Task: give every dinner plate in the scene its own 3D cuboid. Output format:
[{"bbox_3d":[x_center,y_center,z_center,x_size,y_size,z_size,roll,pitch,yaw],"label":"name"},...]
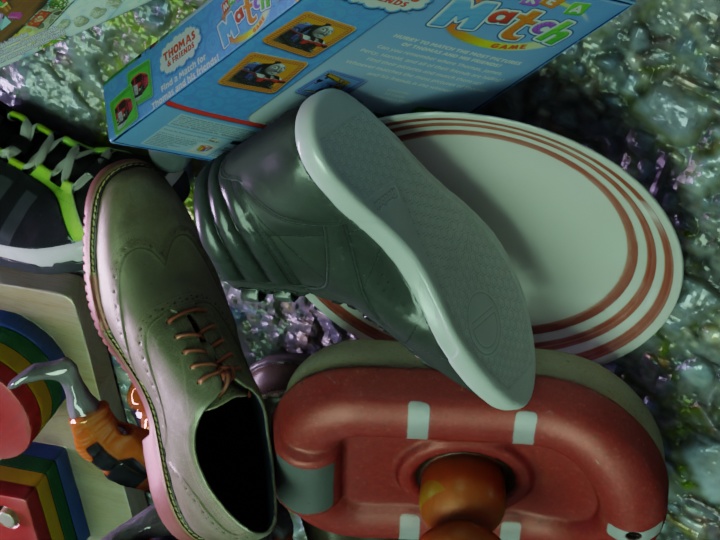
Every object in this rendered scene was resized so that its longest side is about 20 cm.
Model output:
[{"bbox_3d":[0.057,-0.015,1.356,0.199,0.024,0.200,7,142,5],"label":"dinner plate"}]

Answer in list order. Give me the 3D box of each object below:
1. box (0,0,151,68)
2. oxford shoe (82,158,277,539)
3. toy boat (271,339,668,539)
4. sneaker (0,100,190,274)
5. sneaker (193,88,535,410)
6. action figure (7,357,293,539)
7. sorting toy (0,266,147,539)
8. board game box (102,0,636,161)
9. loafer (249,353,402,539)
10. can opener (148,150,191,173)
[{"bbox_3d":[-0.155,-0.182,1.353,0.200,0.039,0.137,-18,115,40],"label":"box"},{"bbox_3d":[-0.079,0.040,1.389,0.075,0.070,0.201,-2,108,59],"label":"oxford shoe"},{"bbox_3d":[0.053,0.116,1.394,0.199,0.131,0.131,3,144,1],"label":"toy boat"},{"bbox_3d":[-0.184,-0.050,1.462,0.199,0.072,0.083,-2,123,31],"label":"sneaker"},{"bbox_3d":[0.000,0.000,1.321,0.099,0.071,0.200,-16,130,35],"label":"sneaker"},{"bbox_3d":[-0.097,0.115,1.460,0.104,0.200,0.194,-34,93,17],"label":"action figure"},{"bbox_3d":[-0.237,0.088,1.612,0.199,0.070,0.199,9,130,25],"label":"sorting toy"},{"bbox_3d":[0.002,-0.102,1.269,0.151,0.037,0.200,10,151,-39],"label":"board game box"},{"bbox_3d":[0.003,0.130,1.505,0.073,0.071,0.200,-22,114,41],"label":"loafer"},{"bbox_3d":[-0.048,-0.109,1.332,0.053,0.067,0.200,35,143,-2],"label":"can opener"}]
